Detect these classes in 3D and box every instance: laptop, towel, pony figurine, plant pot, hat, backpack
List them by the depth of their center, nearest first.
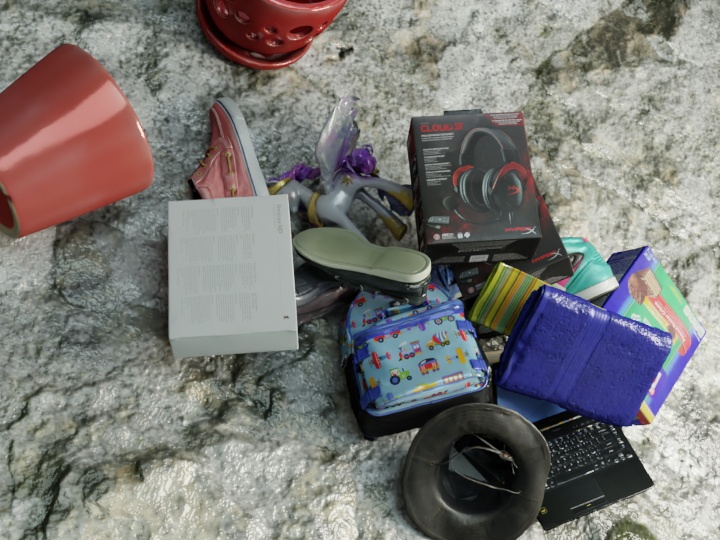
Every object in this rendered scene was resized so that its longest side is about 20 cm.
[{"bbox_3d":[-0.375,-0.142,1.575,0.177,0.200,0.201,-36,84,-26],"label":"plant pot"},{"bbox_3d":[0.142,0.247,1.663,0.200,0.201,0.081,30,14,-9],"label":"hat"},{"bbox_3d":[0.061,0.092,1.673,0.182,0.135,0.201,-12,62,-5],"label":"backpack"},{"bbox_3d":[0.282,0.108,1.677,0.199,0.148,0.050,20,19,-15],"label":"towel"},{"bbox_3d":[0.242,0.064,1.686,0.199,0.086,0.018,23,15,-15],"label":"towel"},{"bbox_3d":[0.277,0.204,1.708,0.177,0.103,0.200,-16,60,-21],"label":"laptop"},{"bbox_3d":[-0.022,-0.113,1.747,0.200,0.167,0.193,32,80,13],"label":"pony figurine"},{"bbox_3d":[-0.127,-0.390,1.814,0.200,0.183,0.201,11,61,-21],"label":"plant pot"}]

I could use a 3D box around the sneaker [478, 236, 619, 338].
[{"bbox_3d":[0.238,0.009,1.799,0.199,0.084,0.121,-23,82,8],"label":"sneaker"}]

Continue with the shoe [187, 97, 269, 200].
[{"bbox_3d":[-0.187,-0.140,1.725,0.091,0.072,0.201,-12,62,-17],"label":"shoe"}]

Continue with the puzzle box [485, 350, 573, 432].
[{"bbox_3d":[0.226,0.201,1.780,0.132,0.025,0.201,-5,68,-27],"label":"puzzle box"}]

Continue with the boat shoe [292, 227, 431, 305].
[{"bbox_3d":[0.002,-0.001,1.655,0.199,0.066,0.075,12,40,26],"label":"boat shoe"}]

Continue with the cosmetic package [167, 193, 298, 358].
[{"bbox_3d":[-0.155,0.004,1.591,0.150,0.052,0.201,-5,57,-1],"label":"cosmetic package"}]

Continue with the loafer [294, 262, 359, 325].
[{"bbox_3d":[-0.060,0.031,1.700,0.072,0.063,0.200,30,26,26],"label":"loafer"}]

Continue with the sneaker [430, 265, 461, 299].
[{"bbox_3d":[0.141,-0.007,1.814,0.200,0.077,0.076,-28,81,-31],"label":"sneaker"}]

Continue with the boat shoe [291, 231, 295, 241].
[{"bbox_3d":[-0.147,0.023,1.667,0.072,0.076,0.200,46,64,-3],"label":"boat shoe"}]

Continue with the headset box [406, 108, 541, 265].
[{"bbox_3d":[0.140,-0.114,1.673,0.148,0.075,0.201,-3,67,-5],"label":"headset box"}]

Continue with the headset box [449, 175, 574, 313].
[{"bbox_3d":[0.176,-0.062,1.746,0.148,0.077,0.201,-22,66,6],"label":"headset box"}]

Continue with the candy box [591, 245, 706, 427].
[{"bbox_3d":[0.380,0.093,1.856,0.169,0.077,0.200,52,55,-15],"label":"candy box"}]
